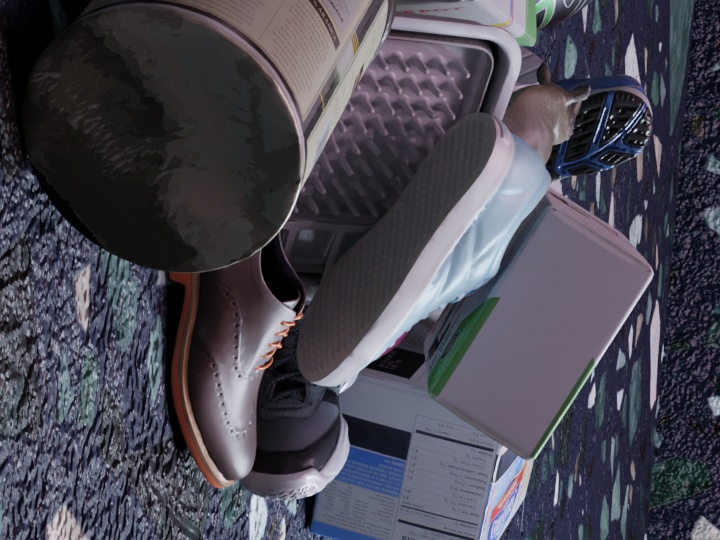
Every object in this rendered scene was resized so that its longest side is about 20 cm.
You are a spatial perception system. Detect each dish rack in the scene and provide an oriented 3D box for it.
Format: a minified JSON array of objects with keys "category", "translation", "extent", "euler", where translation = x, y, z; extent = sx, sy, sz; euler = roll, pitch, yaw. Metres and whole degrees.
[{"category":"dish rack","translation":[-0.003,-0.075,1.547],"extent":[0.044,0.171,0.201],"euler":[57,-44,48]}]

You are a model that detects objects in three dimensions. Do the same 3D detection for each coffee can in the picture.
[{"category":"coffee can","translation":[-0.073,-0.112,1.307],"extent":[0.200,0.145,0.147],"euler":[-64,154,-56]}]

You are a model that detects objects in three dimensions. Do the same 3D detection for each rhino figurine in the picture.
[{"category":"rhino figurine","translation":[0.104,-0.085,1.777],"extent":[0.200,0.060,0.088],"euler":[-38,142,-39]}]

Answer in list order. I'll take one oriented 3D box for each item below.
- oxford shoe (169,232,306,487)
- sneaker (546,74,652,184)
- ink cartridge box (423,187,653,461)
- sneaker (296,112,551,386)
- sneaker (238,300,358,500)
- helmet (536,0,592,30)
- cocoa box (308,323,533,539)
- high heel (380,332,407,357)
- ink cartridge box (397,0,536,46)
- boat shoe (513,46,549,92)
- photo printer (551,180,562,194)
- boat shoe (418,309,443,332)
[{"category":"oxford shoe","translation":[-0.071,0.039,1.500],"extent":[0.071,0.072,0.201],"euler":[-59,149,-63]},{"category":"sneaker","translation":[0.129,-0.095,1.906],"extent":[0.077,0.199,0.076],"euler":[-68,141,-62]},{"category":"ink cartridge box","translation":[0.112,0.027,1.657],"extent":[0.145,0.084,0.200],"euler":[-58,-176,6]},{"category":"sneaker","translation":[0.045,0.002,1.551],"extent":[0.082,0.200,0.074],"euler":[31,17,-35]},{"category":"sneaker","translation":[-0.044,0.054,1.618],"extent":[0.200,0.075,0.115],"euler":[-75,162,-58]},{"category":"helmet","translation":[0.115,-0.275,1.870],"extent":[0.191,0.199,0.201],"euler":[-137,-139,-63]},{"category":"cocoa box","translation":[0.056,0.124,1.874],"extent":[0.200,0.132,0.132],"euler":[-40,142,-71]},{"category":"high heel","translation":[0.000,0.000,1.698],"extent":[0.096,0.067,0.201],"euler":[-12,141,-45]},{"category":"ink cartridge box","translation":[0.031,-0.202,1.699],"extent":[0.200,0.144,0.088],"euler":[7,82,-75]},{"category":"boat shoe","translation":[0.066,-0.122,1.825],"extent":[0.200,0.073,0.067],"euler":[-18,143,-55]},{"category":"photo printer","translation":[0.106,-0.012,2.009],"extent":[0.167,0.069,0.201],"euler":[-95,-161,-43]},{"category":"boat shoe","translation":[0.027,0.002,1.803],"extent":[0.200,0.073,0.066],"euler":[48,52,-21]}]
